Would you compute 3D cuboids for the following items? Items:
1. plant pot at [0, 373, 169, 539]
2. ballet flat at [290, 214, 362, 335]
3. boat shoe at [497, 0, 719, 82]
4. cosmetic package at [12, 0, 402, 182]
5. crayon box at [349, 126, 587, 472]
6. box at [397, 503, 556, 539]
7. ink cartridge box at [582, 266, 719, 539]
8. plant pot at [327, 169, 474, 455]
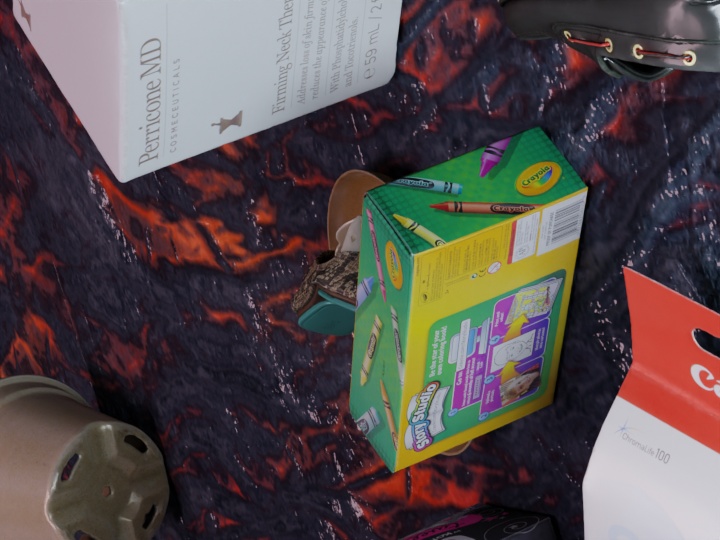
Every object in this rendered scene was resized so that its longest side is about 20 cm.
[{"bbox_3d":[-0.284,0.207,2.449,0.183,0.200,0.202,3,113,55],"label":"plant pot"},{"bbox_3d":[0.000,0.000,1.630,0.200,0.067,0.076,168,115,-75],"label":"ballet flat"},{"bbox_3d":[0.130,-0.123,1.257,0.201,0.073,0.064,6,108,62],"label":"boat shoe"},{"bbox_3d":[-0.096,-0.193,1.568,0.167,0.199,0.168,56,156,30],"label":"cosmetic package"},{"bbox_3d":[0.060,0.020,1.499,0.058,0.118,0.201,53,154,34],"label":"crayon box"},{"bbox_3d":[0.037,0.250,1.656,0.115,0.199,0.133,0,110,66],"label":"box"},{"bbox_3d":[0.184,0.117,1.329,0.160,0.047,0.201,30,140,41],"label":"ink cartridge box"},{"bbox_3d":[0.037,0.025,1.689,0.200,0.027,0.201,51,152,40],"label":"plant pot"}]
